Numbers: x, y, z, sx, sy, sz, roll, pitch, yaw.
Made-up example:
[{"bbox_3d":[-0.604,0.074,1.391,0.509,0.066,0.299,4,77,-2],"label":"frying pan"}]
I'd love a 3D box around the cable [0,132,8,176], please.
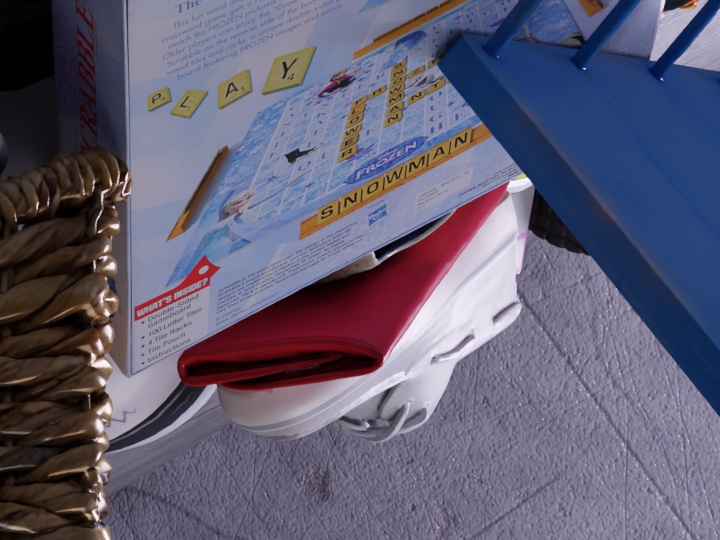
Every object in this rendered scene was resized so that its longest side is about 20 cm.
[{"bbox_3d":[-0.184,-0.008,0.550,0.200,0.069,0.200,-24,173,-44],"label":"cable"}]

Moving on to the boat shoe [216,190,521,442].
[{"bbox_3d":[0.010,0.029,0.871,0.072,0.069,0.200,-8,-163,25],"label":"boat shoe"}]

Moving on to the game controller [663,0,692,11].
[{"bbox_3d":[0.153,-0.155,0.881,0.200,0.042,0.104,-27,-149,-28],"label":"game controller"}]

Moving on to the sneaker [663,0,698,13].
[{"bbox_3d":[0.129,-0.133,0.948,0.199,0.073,0.077,-25,154,-29],"label":"sneaker"}]

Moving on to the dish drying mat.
[{"bbox_3d":[0.000,0.000,0.820,0.076,0.018,0.200,-9,-165,19],"label":"dish drying mat"}]

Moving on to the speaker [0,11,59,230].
[{"bbox_3d":[-0.047,-0.062,0.716,0.199,0.081,0.081,-27,175,-23],"label":"speaker"}]

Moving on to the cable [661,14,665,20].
[{"bbox_3d":[0.125,-0.145,1.083,0.199,0.051,0.163,-26,171,19],"label":"cable"}]

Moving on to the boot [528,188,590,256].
[{"bbox_3d":[0.113,-0.075,1.177,0.200,0.068,0.130,23,-146,38],"label":"boot"}]

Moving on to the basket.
[{"bbox_3d":[-0.160,0.057,0.589,0.142,0.150,0.200,10,156,-26],"label":"basket"}]

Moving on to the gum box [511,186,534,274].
[{"bbox_3d":[0.001,-0.030,1.049,0.113,0.066,0.200,14,-167,21],"label":"gum box"}]

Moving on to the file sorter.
[{"bbox_3d":[0.153,-0.048,0.651,0.200,0.139,0.123,1,137,-53],"label":"file sorter"}]

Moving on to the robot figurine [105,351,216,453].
[{"bbox_3d":[-0.109,0.007,0.833,0.124,0.151,0.200,13,177,3],"label":"robot figurine"}]

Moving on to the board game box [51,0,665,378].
[{"bbox_3d":[0.008,-0.080,0.626,0.200,0.041,0.200,-27,151,-24],"label":"board game box"}]

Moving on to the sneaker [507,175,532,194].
[{"bbox_3d":[0.045,-0.084,0.962,0.081,0.074,0.200,-53,157,24],"label":"sneaker"}]

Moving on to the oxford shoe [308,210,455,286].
[{"bbox_3d":[0.016,-0.043,0.818,0.074,0.071,0.200,8,-149,25],"label":"oxford shoe"}]
